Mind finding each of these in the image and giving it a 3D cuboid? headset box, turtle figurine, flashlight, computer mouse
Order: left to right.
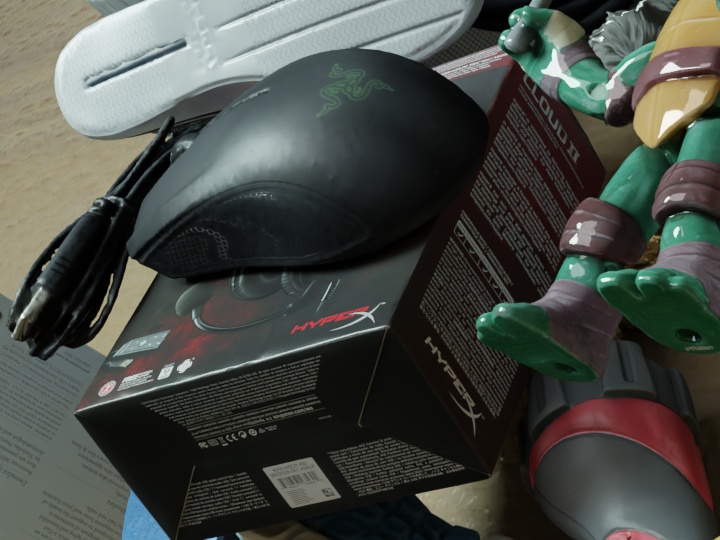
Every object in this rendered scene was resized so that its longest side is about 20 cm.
[{"bbox_3d":[-0.044,-0.038,0.793,0.199,0.053,0.139,-12,33,40],"label":"computer mouse"},{"bbox_3d":[0.000,0.000,0.826,0.148,0.075,0.200,-16,31,34],"label":"headset box"},{"bbox_3d":[0.092,0.110,0.708,0.068,0.068,0.201,-41,29,27],"label":"flashlight"},{"bbox_3d":[0.104,-0.066,0.708,0.150,0.100,0.201,131,159,-64],"label":"turtle figurine"}]

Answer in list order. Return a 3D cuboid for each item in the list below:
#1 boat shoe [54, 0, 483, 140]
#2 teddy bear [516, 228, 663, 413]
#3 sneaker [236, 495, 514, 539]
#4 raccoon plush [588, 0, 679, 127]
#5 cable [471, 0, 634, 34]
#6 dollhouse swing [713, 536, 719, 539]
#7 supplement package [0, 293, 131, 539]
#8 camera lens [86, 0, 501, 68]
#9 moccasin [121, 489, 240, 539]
[{"bbox_3d":[-0.034,-0.103,0.903,0.199,0.071,0.073,-12,89,25],"label":"boat shoe"},{"bbox_3d":[0.054,0.012,0.892,0.145,0.067,0.200,-54,26,0],"label":"teddy bear"},{"bbox_3d":[0.025,0.137,0.810,0.075,0.087,0.200,-32,41,-20],"label":"sneaker"},{"bbox_3d":[0.160,-0.157,0.842,0.200,0.097,0.134,-42,-9,34],"label":"raccoon plush"},{"bbox_3d":[0.074,-0.180,0.910,0.163,0.200,0.051,-37,-13,-10],"label":"cable"},{"bbox_3d":[0.151,0.147,0.407,0.175,0.200,0.183,-21,43,50],"label":"dollhouse swing"},{"bbox_3d":[-0.206,0.122,1.127,0.201,0.151,0.150,-60,25,-8],"label":"supplement package"},{"bbox_3d":[-0.013,-0.135,1.023,0.160,0.200,0.160,-42,28,29],"label":"camera lens"},{"bbox_3d":[-0.063,0.098,1.003,0.080,0.068,0.201,-33,34,26],"label":"moccasin"}]
